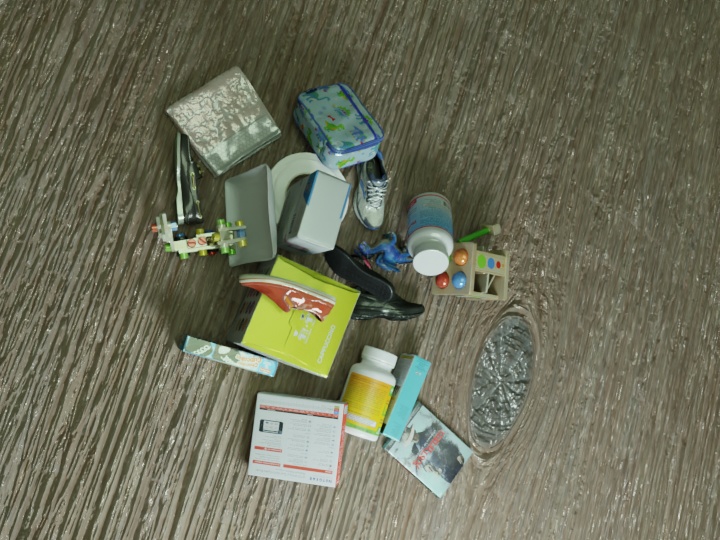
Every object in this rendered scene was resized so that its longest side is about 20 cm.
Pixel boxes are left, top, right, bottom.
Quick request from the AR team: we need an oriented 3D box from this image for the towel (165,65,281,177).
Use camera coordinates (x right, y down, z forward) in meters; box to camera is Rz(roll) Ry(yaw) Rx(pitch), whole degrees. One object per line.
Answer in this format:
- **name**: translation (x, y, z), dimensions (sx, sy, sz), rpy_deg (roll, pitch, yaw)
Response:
- **towel**: translation (-0.306, -0.338, 1.486), dimensions (0.200, 0.032, 0.191), rpy_deg (-38, 99, -19)

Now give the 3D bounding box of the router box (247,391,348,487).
- **router box**: translation (-0.138, 0.369, 1.440), dimensions (0.200, 0.049, 0.180), rpy_deg (6, 84, 10)

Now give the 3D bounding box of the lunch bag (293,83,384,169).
- **lunch bag**: translation (-0.050, -0.340, 1.516), dimensions (0.161, 0.082, 0.200), rpy_deg (-20, 67, -29)

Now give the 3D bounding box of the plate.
- **plate**: translation (-0.234, -0.114, 1.415), dimensions (0.032, 0.199, 0.200), rpy_deg (-2, 87, -37)

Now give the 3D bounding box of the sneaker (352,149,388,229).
- **sneaker**: translation (0.028, -0.199, 1.570), dimensions (0.077, 0.085, 0.200), rpy_deg (-4, 88, -20)

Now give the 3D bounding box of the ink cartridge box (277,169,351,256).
- **ink cartridge box**: translation (-0.107, -0.115, 1.381), dimensions (0.085, 0.200, 0.145), rpy_deg (19, 80, -21)

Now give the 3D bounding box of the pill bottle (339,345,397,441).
- **pill bottle**: translation (0.017, 0.282, 1.517), dimensions (0.111, 0.111, 0.200), rpy_deg (22, 79, -17)

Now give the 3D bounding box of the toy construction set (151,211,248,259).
- **toy construction set**: translation (-0.345, -0.068, 1.396), dimensions (0.200, 0.131, 0.092), rpy_deg (6, 85, -15)

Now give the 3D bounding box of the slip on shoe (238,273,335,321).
- **slip on shoe**: translation (-0.146, 0.051, 1.288), dimensions (0.200, 0.074, 0.061), rpy_deg (20, 82, -19)

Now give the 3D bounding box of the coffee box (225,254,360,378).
- **coffee box**: translation (-0.149, 0.101, 1.423), dimensions (0.200, 0.198, 0.200), rpy_deg (25, 78, -17)

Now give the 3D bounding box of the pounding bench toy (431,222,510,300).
- **pounding bench toy**: translation (0.268, -0.033, 1.601), dimensions (0.156, 0.124, 0.200), rpy_deg (11, 82, -39)

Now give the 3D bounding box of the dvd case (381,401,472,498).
- **dvd case**: translation (0.167, 0.442, 1.609), dimensions (0.200, 0.022, 0.146), rpy_deg (44, 73, -11)

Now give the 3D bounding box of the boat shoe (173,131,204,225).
- **boat shoe**: translation (-0.377, -0.201, 1.431), dimensions (0.060, 0.072, 0.202), rpy_deg (-3, 95, -20)

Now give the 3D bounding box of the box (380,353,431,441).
- **box**: translation (0.096, 0.300, 1.560), dimensions (0.049, 0.082, 0.200), rpy_deg (28, 78, -17)

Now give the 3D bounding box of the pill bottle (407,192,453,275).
- **pill bottle**: translation (0.165, -0.087, 1.551), dimensions (0.109, 0.109, 0.200), rpy_deg (23, 42, -17)

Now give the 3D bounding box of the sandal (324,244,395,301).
- **sandal**: translation (0.000, 0.000, 1.537), dimensions (0.200, 0.075, 0.045), rpy_deg (34, 48, 10)

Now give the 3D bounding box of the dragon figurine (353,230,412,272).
- **dragon figurine**: translation (0.076, -0.028, 1.586), dimensions (0.200, 0.059, 0.100), rpy_deg (36, 76, -23)

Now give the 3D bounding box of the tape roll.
- **tape roll**: translation (-0.130, -0.169, 1.518), dimensions (0.202, 0.071, 0.203), rpy_deg (2, 85, -20)

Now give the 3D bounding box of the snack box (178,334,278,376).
- **snack box**: translation (-0.287, 0.183, 1.410), dimensions (0.200, 0.116, 0.037), rpy_deg (20, 80, -18)

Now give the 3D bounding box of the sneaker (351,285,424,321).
- **sneaker**: translation (0.064, 0.076, 1.573), dimensions (0.200, 0.076, 0.091), rpy_deg (5, 76, -23)
